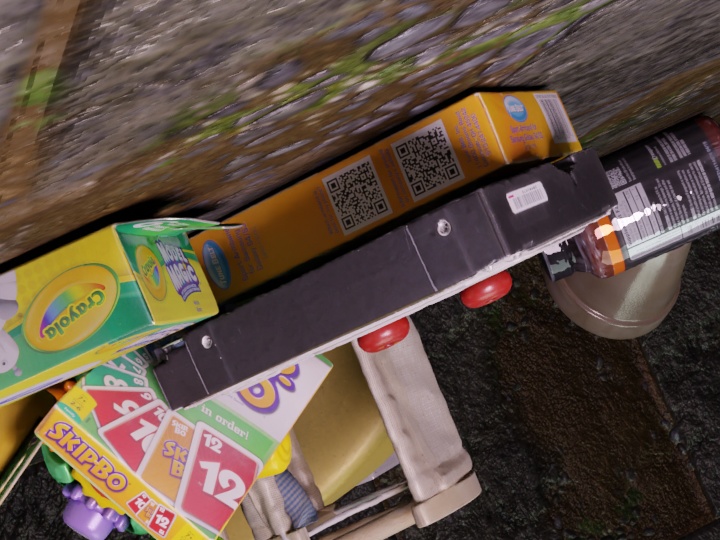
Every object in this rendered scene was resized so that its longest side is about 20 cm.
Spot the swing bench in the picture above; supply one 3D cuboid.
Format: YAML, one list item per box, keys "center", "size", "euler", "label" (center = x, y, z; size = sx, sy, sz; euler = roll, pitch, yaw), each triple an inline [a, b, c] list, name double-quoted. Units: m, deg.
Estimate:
- center: [-0.037, 0.092, 1.000]
  size: [0.198, 0.201, 0.130]
  euler: [-23, 176, -11]
  label: "swing bench"

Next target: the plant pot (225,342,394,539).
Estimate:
- center: [-0.057, 0.107, 1.245]
  size: [0.199, 0.197, 0.194]
  euler: [-31, 174, 17]
  label: "plant pot"

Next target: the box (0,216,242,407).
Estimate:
- center: [-0.144, 0.029, 0.641]
  size: [0.199, 0.049, 0.117]
  euler: [-26, 177, 8]
  label: "box"

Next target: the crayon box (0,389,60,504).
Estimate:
- center: [-0.224, 0.111, 0.773]
  size: [0.126, 0.051, 0.200]
  euler: [-58, -165, -24]
  label: "crayon box"

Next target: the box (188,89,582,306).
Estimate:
- center: [0.002, -0.032, 0.750]
  size: [0.199, 0.042, 0.119]
  euler: [-23, 177, 25]
  label: "box"

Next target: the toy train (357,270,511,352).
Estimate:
- center: [0.000, 0.000, 0.875]
  size: [0.198, 0.085, 0.116]
  euler: [-23, 171, -8]
  label: "toy train"

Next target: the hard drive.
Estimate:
- center: [0.012, 0.005, 0.714]
  size: [0.199, 0.038, 0.139]
  euler: [-25, 178, 30]
  label: "hard drive"

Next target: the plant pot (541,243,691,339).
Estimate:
- center: [0.367, -0.032, 2.040]
  size: [0.199, 0.201, 0.174]
  euler: [-22, 160, -24]
  label: "plant pot"

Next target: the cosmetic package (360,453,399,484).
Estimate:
- center: [-0.023, 0.133, 1.654]
  size: [0.050, 0.202, 0.082]
  euler: [-24, 176, 28]
  label: "cosmetic package"

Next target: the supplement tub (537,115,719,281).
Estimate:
- center: [0.257, -0.061, 1.409]
  size: [0.198, 0.108, 0.107]
  euler: [-23, 176, 3]
  label: "supplement tub"

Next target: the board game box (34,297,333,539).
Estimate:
- center: [-0.079, 0.060, 0.760]
  size: [0.030, 0.095, 0.200]
  euler: [-48, -177, 26]
  label: "board game box"

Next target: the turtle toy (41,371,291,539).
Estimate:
- center: [-0.118, 0.113, 0.861]
  size: [0.144, 0.202, 0.101]
  euler: [-14, -162, 14]
  label: "turtle toy"
